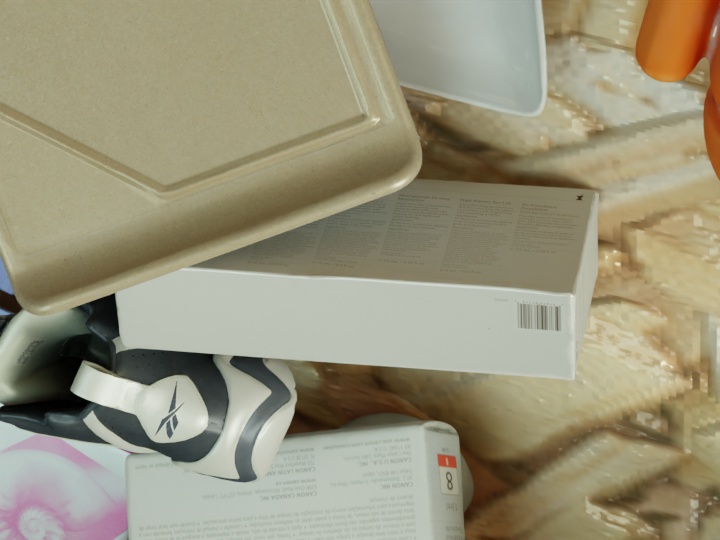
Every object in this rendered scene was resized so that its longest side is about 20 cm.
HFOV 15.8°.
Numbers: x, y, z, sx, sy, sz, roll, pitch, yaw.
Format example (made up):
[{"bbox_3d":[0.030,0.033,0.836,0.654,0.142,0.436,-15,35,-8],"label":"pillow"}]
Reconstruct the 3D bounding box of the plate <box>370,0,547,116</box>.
[{"bbox_3d":[-0.005,-0.176,1.092,0.199,0.032,0.201,16,127,29],"label":"plate"}]

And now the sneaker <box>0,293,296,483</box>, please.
[{"bbox_3d":[-0.126,0.031,1.207,0.080,0.129,0.199,-63,32,13],"label":"sneaker"}]

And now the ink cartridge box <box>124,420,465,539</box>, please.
[{"bbox_3d":[-0.026,0.177,1.214,0.162,0.050,0.201,-7,83,24],"label":"ink cartridge box"}]

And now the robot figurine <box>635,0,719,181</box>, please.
[{"bbox_3d":[0.190,-0.089,0.945,0.117,0.143,0.200,50,144,42],"label":"robot figurine"}]

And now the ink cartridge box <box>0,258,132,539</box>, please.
[{"bbox_3d":[-0.201,0.088,1.354,0.196,0.043,0.200,24,118,7],"label":"ink cartridge box"}]

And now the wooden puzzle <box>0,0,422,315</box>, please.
[{"bbox_3d":[-0.090,-0.102,1.085,0.184,0.037,0.201,-19,96,5],"label":"wooden puzzle"}]

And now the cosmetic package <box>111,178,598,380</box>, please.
[{"bbox_3d":[0.000,0.000,1.127,0.199,0.083,0.051,4,127,12],"label":"cosmetic package"}]

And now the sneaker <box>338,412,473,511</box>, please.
[{"bbox_3d":[-0.031,0.130,1.283,0.200,0.082,0.074,-22,105,44],"label":"sneaker"}]
